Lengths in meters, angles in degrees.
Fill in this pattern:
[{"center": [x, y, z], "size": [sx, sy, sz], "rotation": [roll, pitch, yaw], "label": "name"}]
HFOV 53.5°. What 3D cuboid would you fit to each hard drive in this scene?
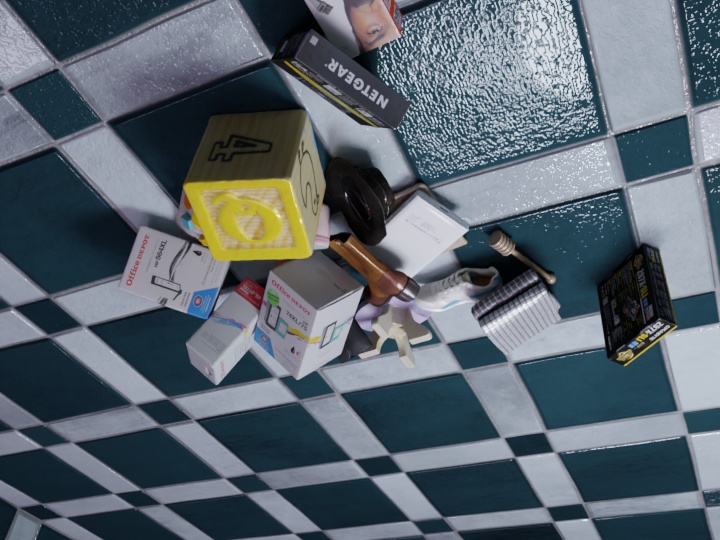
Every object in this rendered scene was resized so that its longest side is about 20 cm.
[{"center": [0.105, -0.066, 1.453], "size": [0.131, 0.027, 0.200], "rotation": [31, 131, -20], "label": "hard drive"}]

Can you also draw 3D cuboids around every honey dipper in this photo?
[{"center": [0.348, -0.021, 1.517], "size": [0.199, 0.038, 0.038], "rotation": [33, 132, -30], "label": "honey dipper"}]

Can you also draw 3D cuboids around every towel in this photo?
[{"center": [0.340, 0.086, 1.548], "size": [0.165, 0.086, 0.200], "rotation": [-35, 150, 11], "label": "towel"}]

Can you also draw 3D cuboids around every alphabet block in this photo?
[{"center": [-0.183, -0.154, 1.302], "size": [0.195, 0.201, 0.196], "rotation": [-3, 137, 11], "label": "alphabet block"}]

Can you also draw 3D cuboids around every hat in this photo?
[{"center": [0.014, -0.147, 1.370], "size": [0.081, 0.200, 0.201], "rotation": [-34, 142, -20], "label": "hat"}]

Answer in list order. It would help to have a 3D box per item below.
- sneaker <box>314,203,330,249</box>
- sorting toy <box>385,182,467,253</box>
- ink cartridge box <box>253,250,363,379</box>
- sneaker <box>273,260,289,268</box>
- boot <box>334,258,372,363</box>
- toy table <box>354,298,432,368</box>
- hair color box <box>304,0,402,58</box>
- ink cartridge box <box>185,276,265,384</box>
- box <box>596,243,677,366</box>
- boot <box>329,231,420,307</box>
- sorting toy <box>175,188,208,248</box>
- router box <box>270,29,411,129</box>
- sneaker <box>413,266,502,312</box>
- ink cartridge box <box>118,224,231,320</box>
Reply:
[{"center": [-0.123, -0.096, 1.473], "size": [0.075, 0.106, 0.200], "rotation": [8, 174, -34], "label": "sneaker"}, {"center": [0.098, -0.079, 1.480], "size": [0.184, 0.037, 0.200], "rotation": [-22, 132, 28], "label": "sorting toy"}, {"center": [-0.112, 0.090, 1.506], "size": [0.146, 0.146, 0.201], "rotation": [38, 130, 24], "label": "ink cartridge box"}, {"center": [-0.174, 0.055, 1.637], "size": [0.072, 0.077, 0.201], "rotation": [11, 137, -3], "label": "sneaker"}, {"center": [-0.036, 0.089, 1.580], "size": [0.065, 0.201, 0.165], "rotation": [-21, 170, -40], "label": "boot"}, {"center": [0.077, 0.133, 1.664], "size": [0.199, 0.118, 0.184], "rotation": [-28, 129, 32], "label": "toy table"}, {"center": [-0.027, -0.429, 1.080], "size": [0.110, 0.064, 0.200], "rotation": [-17, 135, 24], "label": "hair color box"}, {"center": [-0.280, 0.132, 1.556], "size": [0.083, 0.200, 0.146], "rotation": [37, 155, 9], "label": "ink cartridge box"}, {"center": [0.561, 0.071, 1.467], "size": [0.049, 0.201, 0.160], "rotation": [21, 137, -14], "label": "box"}, {"center": [0.000, 0.000, 1.475], "size": [0.200, 0.069, 0.188], "rotation": [36, 167, -21], "label": "boot"}, {"center": [-0.306, -0.090, 1.495], "size": [0.199, 0.107, 0.180], "rotation": [29, 153, -23], "label": "sorting toy"}, {"center": [-0.035, -0.305, 1.156], "size": [0.199, 0.157, 0.052], "rotation": [31, 91, -26], "label": "router box"}, {"center": [0.211, 0.035, 1.570], "size": [0.198, 0.077, 0.081], "rotation": [-11, 139, 5], "label": "sneaker"}, {"center": [-0.394, 0.007, 1.528], "size": [0.199, 0.147, 0.084], "rotation": [19, 175, -4], "label": "ink cartridge box"}]
